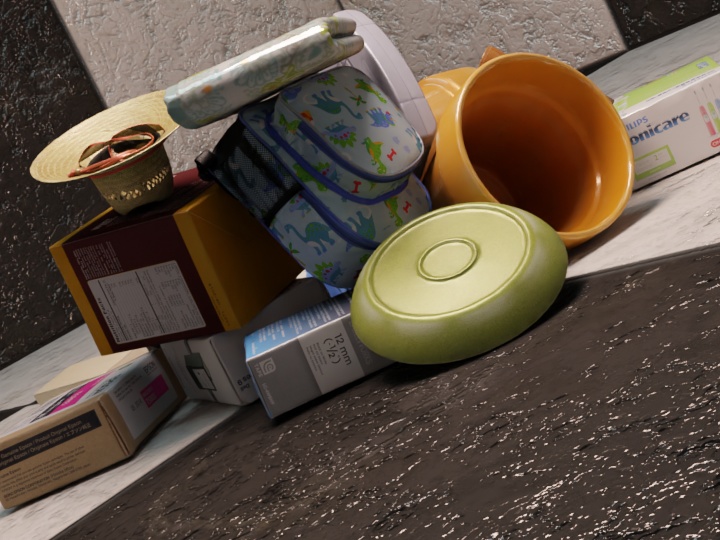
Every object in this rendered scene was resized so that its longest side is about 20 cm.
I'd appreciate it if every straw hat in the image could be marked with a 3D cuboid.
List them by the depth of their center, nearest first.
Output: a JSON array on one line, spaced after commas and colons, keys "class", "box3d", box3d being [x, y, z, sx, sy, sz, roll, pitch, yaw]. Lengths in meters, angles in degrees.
[{"class": "straw hat", "box3d": [-0.236, -0.104, 1.216, 0.200, 0.085, 0.201, -19, 26, 10]}]

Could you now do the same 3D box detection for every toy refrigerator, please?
[{"class": "toy refrigerator", "box3d": [-0.349, 0.160, 1.583, 0.200, 0.070, 0.076, -19, 17, 47]}]

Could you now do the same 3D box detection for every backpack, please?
[{"class": "backpack", "box3d": [-0.025, -0.094, 1.176, 0.147, 0.200, 0.183, -45, -7, 38]}]

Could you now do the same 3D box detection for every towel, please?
[{"class": "towel", "box3d": [-0.088, -0.198, 1.157, 0.171, 0.048, 0.200, -25, 8, 14]}]

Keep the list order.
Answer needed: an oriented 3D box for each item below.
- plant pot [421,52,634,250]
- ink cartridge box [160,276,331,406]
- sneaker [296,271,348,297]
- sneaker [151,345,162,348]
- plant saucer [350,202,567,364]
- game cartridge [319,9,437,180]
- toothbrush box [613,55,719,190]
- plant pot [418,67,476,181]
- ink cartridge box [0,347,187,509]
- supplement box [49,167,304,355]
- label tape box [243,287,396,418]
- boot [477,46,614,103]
[{"class": "plant pot", "box3d": [0.150, -0.093, 1.230, 0.200, 0.201, 0.183, -31, -6, -30]}, {"class": "ink cartridge box", "box3d": [-0.120, 0.076, 1.310, 0.146, 0.084, 0.200, -31, 10, -24]}, {"class": "sneaker", "box3d": [-0.001, -0.001, 1.453, 0.111, 0.077, 0.200, -33, -2, 23]}, {"class": "sneaker", "box3d": [-0.200, 0.056, 1.452, 0.200, 0.090, 0.067, 9, -66, -46]}, {"class": "plant saucer", "box3d": [0.080, 0.000, 1.034, 0.199, 0.031, 0.200, -16, 37, 12]}, {"class": "game cartridge", "box3d": [0.017, -0.183, 1.287, 0.041, 0.200, 0.133, -18, -31, -21]}, {"class": "toothbrush box", "box3d": [0.363, -0.175, 1.381, 0.145, 0.086, 0.200, -25, 7, 16]}, {"class": "plant pot", "box3d": [0.072, -0.132, 1.441, 0.183, 0.201, 0.200, -16, 2, -28]}, {"class": "ink cartridge box", "box3d": [-0.307, 0.173, 1.329, 0.164, 0.075, 0.200, -25, 6, 13]}, {"class": "supplement box", "box3d": [-0.183, -0.024, 1.281, 0.199, 0.133, 0.197, -12, 19, 32]}, {"class": "label tape box", "box3d": [-0.010, 0.061, 1.136, 0.199, 0.066, 0.143, -22, 8, -3]}, {"class": "boot", "box3d": [0.179, -0.150, 1.332, 0.074, 0.154, 0.200, -58, -9, -52]}]
